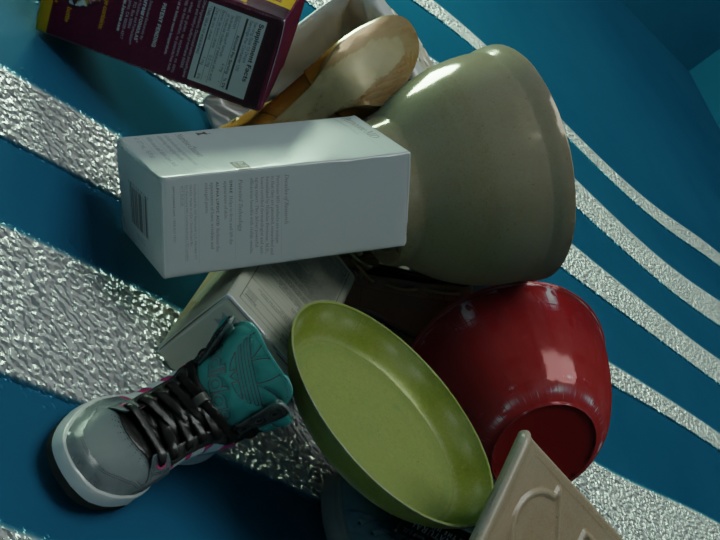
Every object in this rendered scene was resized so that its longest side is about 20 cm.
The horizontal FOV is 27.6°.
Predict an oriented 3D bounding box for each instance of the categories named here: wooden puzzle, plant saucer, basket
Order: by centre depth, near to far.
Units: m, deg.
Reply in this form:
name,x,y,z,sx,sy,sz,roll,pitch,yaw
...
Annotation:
name,x,y,z,sx,sy,sz,roll,pitch,yaw
wooden puzzle,0.115,0.240,1.038,0.200,0.046,0.186,50,57,-35
plant saucer,0.016,0.109,1.061,0.200,0.031,0.200,38,25,-21
basket,-0.022,-0.147,1.368,0.123,0.199,0.136,23,37,-62

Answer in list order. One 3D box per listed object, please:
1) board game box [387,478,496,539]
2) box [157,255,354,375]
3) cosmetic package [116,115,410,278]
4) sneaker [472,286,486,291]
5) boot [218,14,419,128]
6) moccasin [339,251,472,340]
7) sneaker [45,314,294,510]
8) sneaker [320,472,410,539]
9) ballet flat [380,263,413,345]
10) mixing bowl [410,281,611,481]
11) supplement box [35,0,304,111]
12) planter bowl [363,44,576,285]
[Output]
name,x,y,z,sx,sy,sz,roll,pitch,yaw
board game box,0.097,0.197,1.150,0.199,0.028,0.135,30,14,-22
box,-0.076,0.032,1.151,0.095,0.078,0.200,50,23,-10
cosmetic package,-0.072,-0.059,1.114,0.199,0.082,0.113,-10,25,-24
sneaker,0.125,0.045,1.553,0.080,0.147,0.200,8,-1,-17
boot,-0.051,-0.145,1.270,0.201,0.144,0.071,-47,114,-25
moccasin,0.000,0.000,1.279,0.200,0.078,0.074,22,12,-1
sneaker,-0.107,0.089,0.954,0.084,0.121,0.200,56,23,7
sneaker,0.041,0.229,1.095,0.074,0.082,0.201,13,46,-59
ballet flat,0.031,0.015,1.368,0.069,0.063,0.200,23,28,-50
mixing bowl,0.138,0.121,1.261,0.200,0.200,0.109,39,14,-32
supplement box,-0.156,-0.222,1.234,0.199,0.086,0.110,20,28,-1
planter bowl,0.069,-0.076,1.211,0.134,0.201,0.201,-13,60,-19
